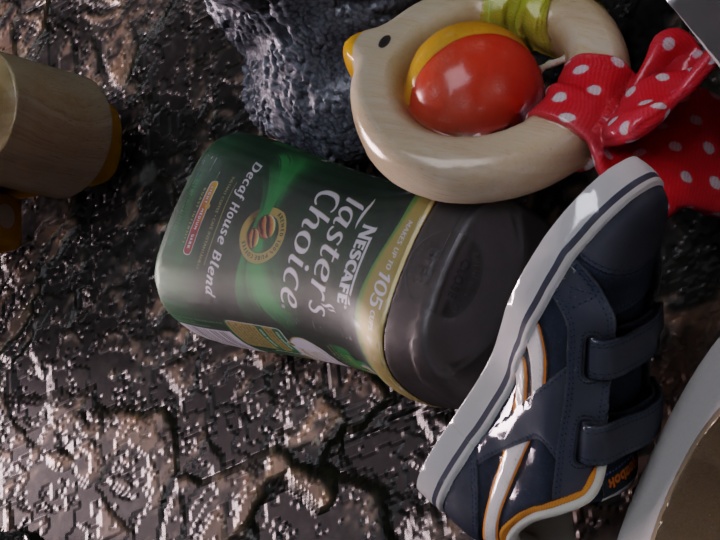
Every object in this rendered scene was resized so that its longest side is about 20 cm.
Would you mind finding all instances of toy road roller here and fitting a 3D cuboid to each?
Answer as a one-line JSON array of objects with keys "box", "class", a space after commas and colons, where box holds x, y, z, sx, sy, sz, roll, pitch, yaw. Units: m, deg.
[{"box": [-0.234, -0.032, 1.410, 0.199, 0.123, 0.147, -11, 76, 35], "class": "toy road roller"}]

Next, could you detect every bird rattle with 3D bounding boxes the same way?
[{"box": [0.079, -0.082, 1.169, 0.163, 0.113, 0.200, -23, 55, 0], "class": "bird rattle"}]

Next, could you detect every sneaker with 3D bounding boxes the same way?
[{"box": [0.097, 0.045, 1.094, 0.079, 0.078, 0.200, 40, 130, 20], "class": "sneaker"}]

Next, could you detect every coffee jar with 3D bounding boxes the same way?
[{"box": [0.000, 0.000, 1.221, 0.200, 0.085, 0.105, 14, 77, 42], "class": "coffee jar"}]

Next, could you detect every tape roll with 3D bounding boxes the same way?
[{"box": [0.147, 0.104, 1.002, 0.203, 0.037, 0.203, -157, 90, -83], "class": "tape roll"}]

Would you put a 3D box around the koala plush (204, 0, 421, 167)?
[{"box": [-0.039, -0.166, 1.259, 0.177, 0.200, 0.184, -8, 63, 36], "class": "koala plush"}]

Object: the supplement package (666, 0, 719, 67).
[{"box": [0.157, -0.179, 1.053, 0.121, 0.120, 0.200, -36, 51, 12], "class": "supplement package"}]

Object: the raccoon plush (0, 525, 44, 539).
[{"box": [-0.223, 0.180, 1.272, 0.097, 0.134, 0.201, -22, 55, 27], "class": "raccoon plush"}]
